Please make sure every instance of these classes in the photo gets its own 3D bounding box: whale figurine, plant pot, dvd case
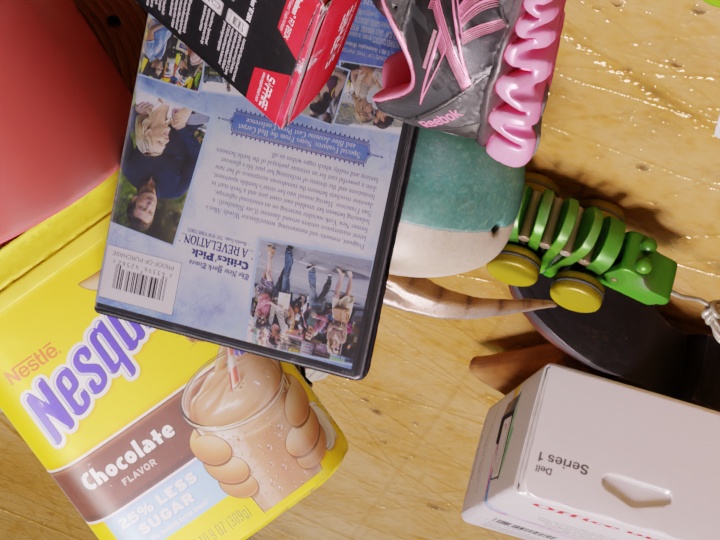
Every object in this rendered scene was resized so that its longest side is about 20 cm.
[{"bbox_3d":[-0.005,-0.076,1.105,0.199,0.104,0.159,30,-157,28],"label":"whale figurine"},{"bbox_3d":[-0.232,-0.112,1.059,0.199,0.200,0.178,-3,119,40],"label":"plant pot"},{"bbox_3d":[-0.044,-0.059,1.022,0.142,0.201,0.018,14,-170,11],"label":"dvd case"}]

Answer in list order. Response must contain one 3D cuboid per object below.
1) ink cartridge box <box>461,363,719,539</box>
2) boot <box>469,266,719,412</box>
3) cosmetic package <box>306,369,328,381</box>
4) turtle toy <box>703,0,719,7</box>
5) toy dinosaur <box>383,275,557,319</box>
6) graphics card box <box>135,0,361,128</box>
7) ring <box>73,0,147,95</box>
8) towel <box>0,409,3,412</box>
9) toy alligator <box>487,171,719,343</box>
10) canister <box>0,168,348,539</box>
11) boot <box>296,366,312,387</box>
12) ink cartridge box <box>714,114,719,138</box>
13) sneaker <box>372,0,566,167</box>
[{"bbox_3d":[0.155,0.129,1.327,0.144,0.085,0.200,16,167,-3],"label":"ink cartridge box"},{"bbox_3d":[0.130,0.045,1.346,0.187,0.069,0.200,21,165,-24],"label":"boot"},{"bbox_3d":[-0.114,0.027,1.297,0.199,0.104,0.087,-11,166,-20],"label":"cosmetic package"},{"bbox_3d":[0.120,-0.150,0.773,0.145,0.102,0.200,8,-174,32],"label":"turtle toy"},{"bbox_3d":[0.000,0.000,1.153,0.199,0.107,0.060,33,164,7],"label":"toy dinosaur"},{"bbox_3d":[-0.085,-0.167,0.945,0.200,0.051,0.126,40,157,6],"label":"graphics card box"},{"bbox_3d":[-0.203,-0.113,1.170,0.199,0.019,0.202,6,125,8],"label":"ring"},{"bbox_3d":[-0.187,0.004,1.183,0.199,0.149,0.036,-16,-171,15],"label":"towel"},{"bbox_3d":[0.139,-0.010,1.189,0.199,0.060,0.054,22,156,-6],"label":"toy alligator"},{"bbox_3d":[-0.117,0.053,1.115,0.201,0.148,0.087,55,180,-13],"label":"canister"},{"bbox_3d":[-0.038,0.017,1.218,0.198,0.152,0.073,-5,165,1],"label":"boot"},{"bbox_3d":[0.250,-0.097,0.947,0.159,0.048,0.200,15,162,8],"label":"ink cartridge box"},{"bbox_3d":[0.046,-0.133,0.918,0.095,0.079,0.201,14,134,7],"label":"sneaker"}]
